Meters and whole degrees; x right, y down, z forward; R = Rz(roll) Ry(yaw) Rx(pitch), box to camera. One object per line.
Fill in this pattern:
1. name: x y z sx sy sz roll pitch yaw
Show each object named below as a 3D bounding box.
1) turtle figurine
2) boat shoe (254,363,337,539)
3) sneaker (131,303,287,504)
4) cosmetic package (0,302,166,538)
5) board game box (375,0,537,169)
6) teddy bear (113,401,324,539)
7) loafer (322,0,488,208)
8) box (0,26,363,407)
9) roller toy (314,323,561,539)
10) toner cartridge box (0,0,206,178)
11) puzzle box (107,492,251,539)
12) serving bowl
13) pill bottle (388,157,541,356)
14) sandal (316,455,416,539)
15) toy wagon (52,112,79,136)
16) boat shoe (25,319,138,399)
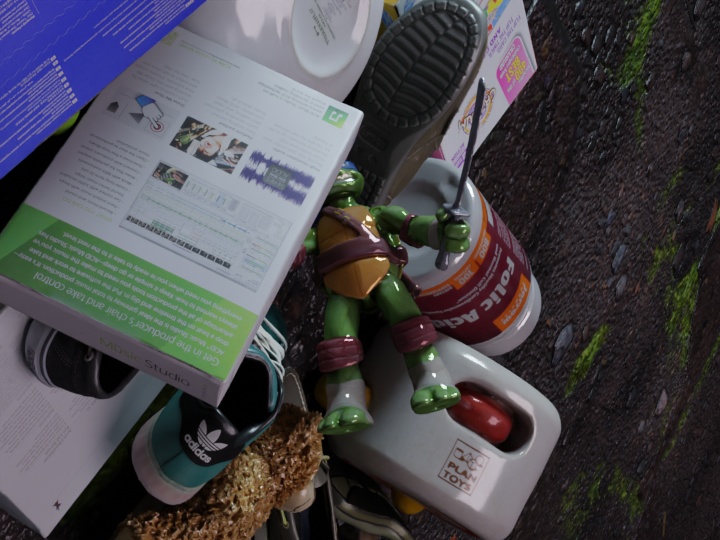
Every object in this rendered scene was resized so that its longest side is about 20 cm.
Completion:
1. turtle figurine: 0.000 0.000 0.797 0.142 0.200 0.197 -5 73 -30
2. boat shoe: -0.052 0.165 0.952 0.072 0.059 0.205 -36 127 -54
3. sneaker: -0.077 0.071 0.787 0.071 0.080 0.201 47 29 -13
4. cosmetic package: -0.176 0.039 0.727 0.201 0.051 0.152 -53 143 -24
5. board game box: 0.077 -0.194 0.978 0.154 0.040 0.201 -52 144 -24
6. teddy bear: -0.098 0.173 0.823 0.199 0.067 0.146 -26 152 -50
7. loafer: 0.034 -0.123 0.902 0.201 0.075 0.069 -54 168 28
8. box: -0.099 -0.040 0.665 0.036 0.143 0.202 112 3 -56
9. roller toy: 0.067 0.143 1.022 0.141 0.181 0.200 -60 147 -11
10. toner cartridge box: -0.162 -0.123 0.582 0.200 0.043 0.096 -46 145 -23
11. puzzle box: -0.164 0.247 0.886 0.200 0.025 0.134 -49 143 -28
12. serving bowl: -0.043 -0.177 0.789 0.199 0.065 0.203 -33 133 -44
13. pill bottle: 0.082 -0.003 1.024 0.115 0.113 0.200 -62 146 -9
14. sandal: -0.005 0.223 1.078 0.057 0.080 0.201 -41 142 4
15. toy wagon: -0.201 -0.122 0.605 0.155 0.039 0.202 29 89 -57
16. boat shoe: -0.109 -0.005 0.695 0.200 0.066 0.071 -49 143 -30
